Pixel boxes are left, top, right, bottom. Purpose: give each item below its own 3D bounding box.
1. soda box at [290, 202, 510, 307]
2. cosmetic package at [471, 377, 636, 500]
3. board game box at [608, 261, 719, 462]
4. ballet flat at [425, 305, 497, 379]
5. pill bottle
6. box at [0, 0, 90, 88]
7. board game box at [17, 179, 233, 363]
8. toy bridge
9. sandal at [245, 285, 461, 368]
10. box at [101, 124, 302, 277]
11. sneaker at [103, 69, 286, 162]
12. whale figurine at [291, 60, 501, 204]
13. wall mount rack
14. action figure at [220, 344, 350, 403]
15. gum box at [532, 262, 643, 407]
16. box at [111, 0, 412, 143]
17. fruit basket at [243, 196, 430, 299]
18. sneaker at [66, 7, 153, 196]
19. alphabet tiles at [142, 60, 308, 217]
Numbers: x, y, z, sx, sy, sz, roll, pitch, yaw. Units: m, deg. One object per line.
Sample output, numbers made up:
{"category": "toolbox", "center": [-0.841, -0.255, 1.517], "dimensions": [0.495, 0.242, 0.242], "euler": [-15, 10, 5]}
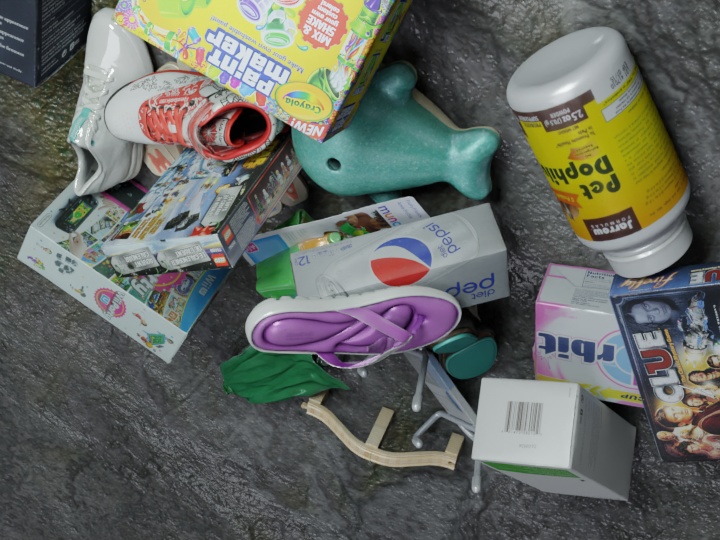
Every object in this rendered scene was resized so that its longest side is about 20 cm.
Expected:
{"category": "soda box", "center": [0.037, 0.004, 1.046], "dimensions": [0.196, 0.064, 0.069], "euler": [-14, 138, -1]}
{"category": "cosmetic package", "center": [0.201, 0.173, 1.137], "dimensions": [0.106, 0.086, 0.199], "euler": [0, 160, 31]}
{"category": "board game box", "center": [0.316, 0.087, 1.016], "dimensions": [0.133, 0.035, 0.202], "euler": [-8, 121, 30]}
{"category": "ballet flat", "center": [0.100, 0.058, 1.150], "dimensions": [0.067, 0.069, 0.200], "euler": [-23, 160, 5]}
{"category": "pill bottle", "center": [0.211, -0.096, 0.958], "dimensions": [0.108, 0.110, 0.201], "euler": [-15, 119, 35]}
{"category": "box", "center": [-0.342, -0.304, 1.068], "dimensions": [0.146, 0.105, 0.202], "euler": [24, 133, 7]}
{"category": "board game box", "center": [-0.249, -0.015, 1.232], "dimensions": [0.198, 0.148, 0.064], "euler": [35, 132, -4]}
{"category": "toy bridge", "center": [0.021, 0.193, 1.323], "dimensions": [0.197, 0.068, 0.028], "euler": [19, 134, 11]}
{"category": "sandal", "center": [-0.003, 0.060, 1.009], "dimensions": [0.199, 0.050, 0.083], "euler": [-4, 137, -12]}
{"category": "box", "center": [-0.140, -0.072, 1.071], "dimensions": [0.135, 0.201, 0.040], "euler": [-5, 125, 30]}
{"category": "sneaker", "center": [-0.164, -0.146, 1.067], "dimensions": [0.197, 0.108, 0.068], "euler": [-4, 116, 9]}
{"category": "whale figurine", "center": [0.027, -0.114, 1.038], "dimensions": [0.197, 0.104, 0.161], "euler": [21, 133, 12]}
{"category": "wall mount rack", "center": [0.078, 0.149, 1.211], "dimensions": [0.201, 0.074, 0.173], "euler": [53, 166, -20]}
{"category": "action figure", "center": [-0.108, 0.116, 1.334], "dimensions": [0.118, 0.055, 0.199], "euler": [48, 139, -17]}
{"category": "gum box", "center": [0.263, 0.068, 1.096], "dimensions": [0.196, 0.066, 0.115], "euler": [9, 130, 20]}
{"category": "box", "center": [-0.062, -0.242, 0.914], "dimensions": [0.198, 0.122, 0.195], "euler": [29, 106, 2]}
{"category": "fruit basket", "center": [0.000, 0.000, 1.129], "dimensions": [0.197, 0.095, 0.185], "euler": [-8, 150, 25]}
{"category": "sneaker", "center": [-0.265, -0.164, 1.148], "dimensions": [0.074, 0.088, 0.203], "euler": [27, 130, 23]}
{"category": "alphabet tiles", "center": [-0.149, -0.133, 1.176], "dimensions": [0.198, 0.015, 0.197], "euler": [-22, 115, 37]}
